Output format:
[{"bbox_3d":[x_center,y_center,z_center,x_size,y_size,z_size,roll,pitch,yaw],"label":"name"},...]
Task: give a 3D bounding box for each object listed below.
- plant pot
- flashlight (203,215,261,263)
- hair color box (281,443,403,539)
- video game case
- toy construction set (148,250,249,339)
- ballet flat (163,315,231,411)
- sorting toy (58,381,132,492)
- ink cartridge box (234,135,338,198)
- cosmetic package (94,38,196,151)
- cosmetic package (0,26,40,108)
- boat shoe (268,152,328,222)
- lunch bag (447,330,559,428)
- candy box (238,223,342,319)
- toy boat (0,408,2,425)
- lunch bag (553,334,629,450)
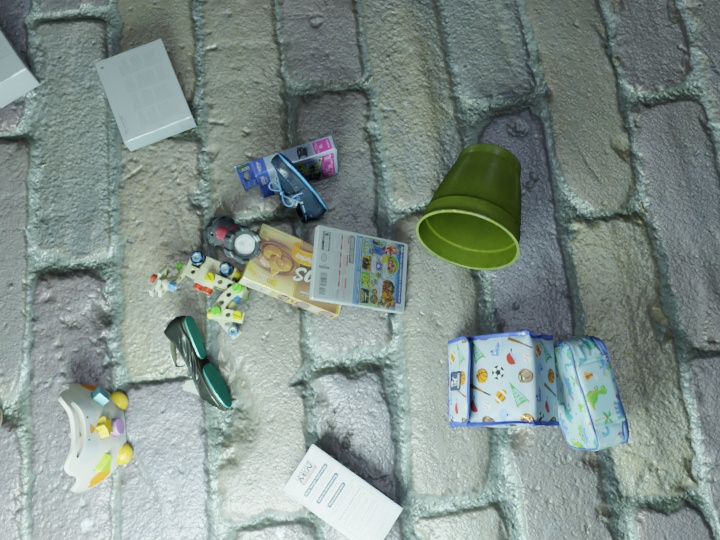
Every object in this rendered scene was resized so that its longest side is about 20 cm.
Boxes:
[{"bbox_3d":[0.230,-0.136,1.285,0.200,0.201,0.194,18,65,4],"label":"plant pot"},{"bbox_3d":[-0.249,-0.060,1.250,0.067,0.200,0.068,-7,103,-29],"label":"flashlight"},{"bbox_3d":[-0.032,0.413,1.200,0.200,0.061,0.100,34,78,7],"label":"hair color box"},{"bbox_3d":[0.000,0.000,1.280,0.199,0.018,0.144,11,75,-25],"label":"video game case"},{"bbox_3d":[-0.302,0.037,1.280,0.199,0.092,0.132,24,77,-6],"label":"toy construction set"},{"bbox_3d":[-0.313,0.183,1.250,0.068,0.068,0.201,-26,86,11],"label":"ballet flat"},{"bbox_3d":[-0.486,0.285,1.164,0.106,0.180,0.201,-10,77,-3],"label":"sorting toy"},{"bbox_3d":[-0.143,-0.201,1.320,0.199,0.119,0.042,-17,75,-5],"label":"ink cartridge box"},{"bbox_3d":[-0.453,-0.371,1.393,0.150,0.052,0.201,-22,78,-8],"label":"cosmetic package"},{"bbox_3d":[-0.786,-0.458,1.400,0.101,0.071,0.200,-35,79,-9],"label":"cosmetic package"},{"bbox_3d":[-0.123,-0.145,1.268,0.069,0.200,0.084,-37,53,1],"label":"boat shoe"},{"bbox_3d":[0.244,0.203,1.207,0.199,0.124,0.171,-10,72,41],"label":"lunch bag"},{"bbox_3d":[-0.120,0.004,1.269,0.199,0.055,0.116,23,71,-15],"label":"candy box"},{"bbox_3d":[-0.758,0.237,1.197,0.130,0.131,0.200,-34,79,-9],"label":"toy boat"},{"bbox_3d":[0.404,0.222,1.205,0.082,0.161,0.201,-12,78,-9],"label":"lunch bag"}]
